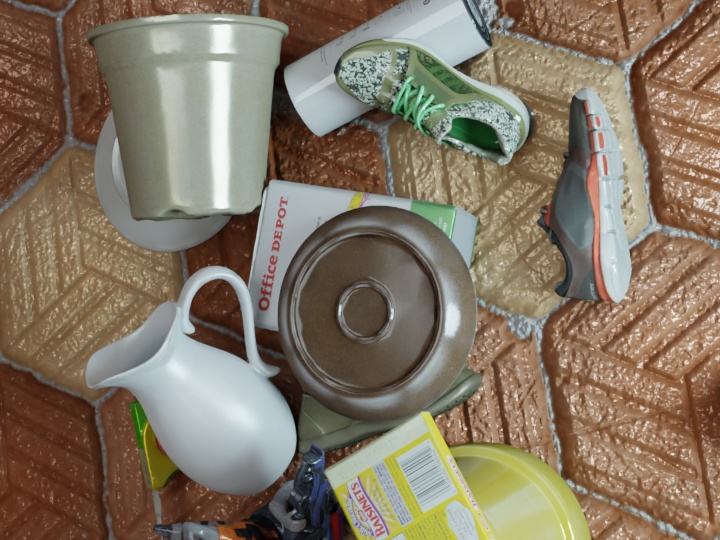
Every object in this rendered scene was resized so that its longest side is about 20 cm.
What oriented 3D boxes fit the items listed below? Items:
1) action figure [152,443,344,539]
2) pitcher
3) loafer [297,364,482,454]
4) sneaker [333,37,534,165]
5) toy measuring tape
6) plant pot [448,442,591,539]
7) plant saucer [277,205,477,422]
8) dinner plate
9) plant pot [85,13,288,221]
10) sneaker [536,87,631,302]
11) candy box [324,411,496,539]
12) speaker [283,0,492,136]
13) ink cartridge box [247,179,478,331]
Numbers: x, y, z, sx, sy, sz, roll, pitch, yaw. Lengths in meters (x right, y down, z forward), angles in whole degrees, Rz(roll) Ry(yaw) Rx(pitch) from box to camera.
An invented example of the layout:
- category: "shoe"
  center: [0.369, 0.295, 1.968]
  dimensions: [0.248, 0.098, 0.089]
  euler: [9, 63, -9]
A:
- category: "action figure"
  center: [-0.088, 0.231, 1.195]
  dimensions: [0.105, 0.192, 0.201]
  euler: [41, 135, 42]
- category: "pitcher"
  center: [-0.136, 0.108, 1.211]
  dimensions: [0.171, 0.200, 0.121]
  euler: [-43, 27, 0]
- category: "loafer"
  center: [0.020, 0.123, 1.214]
  dimensions: [0.199, 0.076, 0.068]
  euler: [-22, 83, 18]
- category: "sneaker"
  center: [0.068, -0.154, 1.178]
  dimensions: [0.198, 0.089, 0.077]
  euler: [20, 120, -2]
- category: "toy measuring tape"
  center: [-0.187, 0.208, 1.298]
  dimensions: [0.073, 0.073, 0.202]
  euler: [-12, 90, 20]
- category: "plant pot"
  center: [0.089, 0.256, 1.112]
  dimensions: [0.199, 0.189, 0.203]
  euler: [-2, 84, 22]
- category: "plant saucer"
  center: [0.008, 0.039, 1.162]
  dimensions: [0.198, 0.032, 0.202]
  euler: [-1, 86, 21]
- category: "dinner plate"
  center: [-0.208, -0.121, 1.361]
  dimensions: [0.198, 0.024, 0.202]
  euler: [-3, 82, 21]
- category: "plant pot"
  center: [-0.165, -0.144, 1.249]
  dimensions: [0.199, 0.200, 0.185]
  euler: [-3, 92, 21]
- category: "sneaker"
  center: [0.198, -0.068, 1.167]
  dimensions: [0.081, 0.077, 0.202]
  euler: [-7, 81, 27]
- category: "candy box"
  center: [0.058, 0.225, 1.011]
  dimensions: [0.102, 0.026, 0.201]
  euler: [-33, 73, 18]
- category: "speaker"
  center: [0.024, -0.211, 1.247]
  dimensions: [0.199, 0.081, 0.082]
  euler: [-26, 75, 17]
- category: "ink cartridge box"
  center: [0.000, 0.000, 1.231]
  dimensions: [0.198, 0.084, 0.146]
  euler: [9, 88, 22]
